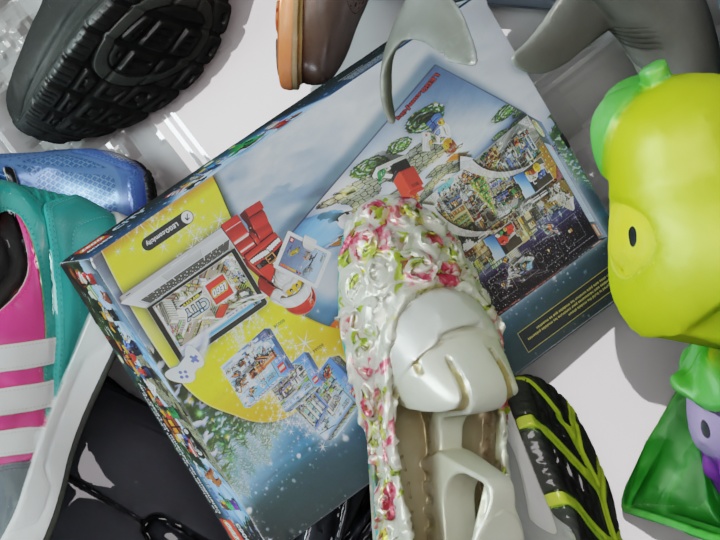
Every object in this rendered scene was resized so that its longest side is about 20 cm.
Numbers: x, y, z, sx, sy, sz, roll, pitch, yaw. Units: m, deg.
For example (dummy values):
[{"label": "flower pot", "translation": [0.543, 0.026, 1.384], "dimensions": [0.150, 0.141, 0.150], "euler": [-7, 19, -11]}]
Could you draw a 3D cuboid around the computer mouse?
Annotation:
[{"label": "computer mouse", "translation": [-0.095, 0.091, 1.224], "dimensions": [0.200, 0.053, 0.139], "euler": [26, 86, 8]}]

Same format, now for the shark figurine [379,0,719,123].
[{"label": "shark figurine", "translation": [0.089, -0.123, 1.157], "dimensions": [0.089, 0.214, 0.128], "euler": [-6, 86, 41]}]

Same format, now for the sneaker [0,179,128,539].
[{"label": "sneaker", "translation": [-0.167, 0.046, 1.148], "dimensions": [0.121, 0.084, 0.200], "euler": [26, 66, -17]}]

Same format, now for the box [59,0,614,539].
[{"label": "box", "translation": [0.000, 0.000, 1.178], "dimensions": [0.200, 0.038, 0.137], "euler": [-35, 102, -22]}]

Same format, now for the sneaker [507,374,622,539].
[{"label": "sneaker", "translation": [0.077, 0.145, 1.199], "dimensions": [0.076, 0.075, 0.200], "euler": [-24, 77, 23]}]

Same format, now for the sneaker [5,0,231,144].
[{"label": "sneaker", "translation": [-0.091, -0.145, 1.253], "dimensions": [0.091, 0.076, 0.200], "euler": [38, 96, 36]}]

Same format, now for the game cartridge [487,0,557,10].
[{"label": "game cartridge", "translation": [0.043, -0.212, 1.263], "dimensions": [0.133, 0.041, 0.200], "euler": [7, 82, 3]}]

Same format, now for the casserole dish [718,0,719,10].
[{"label": "casserole dish", "translation": [0.206, -0.061, 1.188], "dimensions": [0.039, 0.121, 0.200], "euler": [-39, 82, 21]}]

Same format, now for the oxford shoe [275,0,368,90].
[{"label": "oxford shoe", "translation": [0.018, -0.162, 1.206], "dimensions": [0.073, 0.071, 0.200], "euler": [19, 84, 4]}]

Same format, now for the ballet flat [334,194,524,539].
[{"label": "ballet flat", "translation": [0.037, 0.068, 1.137], "dimensions": [0.076, 0.064, 0.200], "euler": [-9, 92, -30]}]

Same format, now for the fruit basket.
[{"label": "fruit basket", "translation": [0.152, 0.027, 1.127], "dimensions": [0.216, 0.216, 0.156], "euler": [29, 85, 9]}]

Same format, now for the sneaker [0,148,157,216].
[{"label": "sneaker", "translation": [-0.182, -0.012, 1.227], "dimensions": [0.200, 0.089, 0.079], "euler": [-10, 78, 3]}]
